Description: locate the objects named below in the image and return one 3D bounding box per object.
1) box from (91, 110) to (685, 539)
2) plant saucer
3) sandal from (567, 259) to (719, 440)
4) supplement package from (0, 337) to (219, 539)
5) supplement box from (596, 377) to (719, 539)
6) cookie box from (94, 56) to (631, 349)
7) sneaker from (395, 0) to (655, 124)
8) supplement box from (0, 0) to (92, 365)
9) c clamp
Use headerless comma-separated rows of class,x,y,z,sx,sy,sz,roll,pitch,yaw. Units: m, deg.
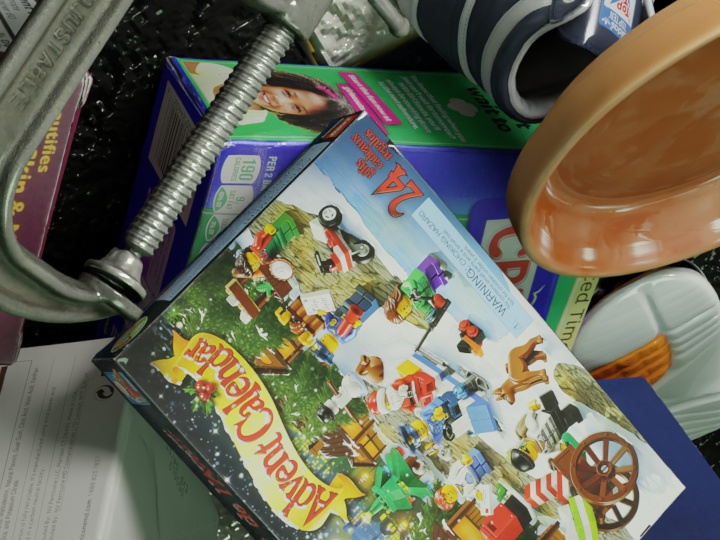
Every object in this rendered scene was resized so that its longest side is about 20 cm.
box,0.014,0.059,0.891,0.137,0.038,0.200,-46,103,-17
plant saucer,0.147,-0.065,0.915,0.199,0.032,0.201,-22,157,-10
sandal,0.132,0.034,1.116,0.079,0.060,0.207,-23,155,4
supplement package,-0.171,0.118,0.929,0.199,0.120,0.122,-7,133,13
supplement box,0.067,0.154,1.038,0.108,0.110,0.200,-1,139,-50
cookie box,0.000,0.000,1.002,0.199,0.075,0.172,0,126,-27
sneaker,0.105,-0.146,0.915,0.070,0.109,0.200,28,110,-40
supplement box,-0.215,-0.046,0.835,0.199,0.103,0.132,3,121,-28
c clamp,-0.065,-0.058,0.836,0.200,0.027,0.171,-54,144,-11
